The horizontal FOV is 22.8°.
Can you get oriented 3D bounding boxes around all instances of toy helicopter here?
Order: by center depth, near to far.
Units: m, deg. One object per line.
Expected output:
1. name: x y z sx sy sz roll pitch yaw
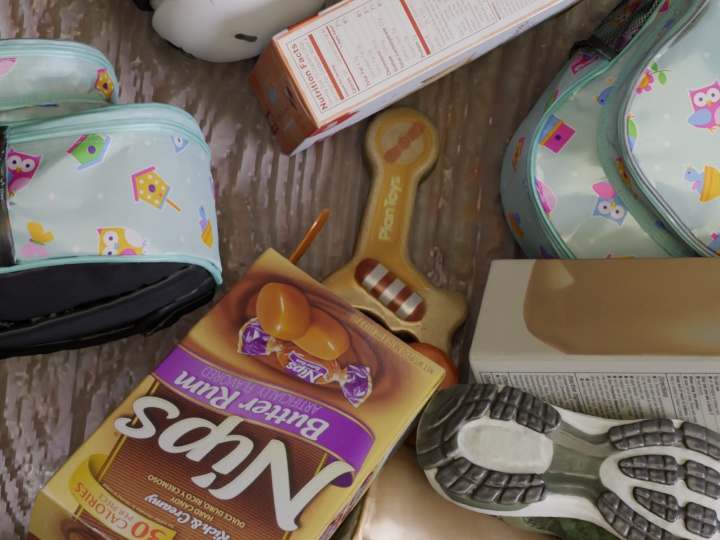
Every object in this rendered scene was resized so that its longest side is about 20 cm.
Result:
1. toy helicopter: 0.000 0.000 1.017 0.131 0.079 0.202 11 74 1

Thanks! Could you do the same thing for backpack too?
1. backpack: -0.171 -0.032 0.918 0.198 0.176 0.155 0 76 -3
2. backpack: 0.183 -0.062 1.002 0.200 0.153 0.176 -44 99 -1

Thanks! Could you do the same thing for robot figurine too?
1. robot figurine: -0.096 -0.210 0.976 0.150 0.125 0.201 -34 88 -8

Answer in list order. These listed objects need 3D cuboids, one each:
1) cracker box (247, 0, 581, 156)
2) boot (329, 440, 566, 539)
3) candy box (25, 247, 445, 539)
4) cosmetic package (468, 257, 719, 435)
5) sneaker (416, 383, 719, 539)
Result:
1. cracker box: 0.041 -0.137 0.989 0.199 0.134 0.058 -28 92 -9
2. boot: 0.058 0.204 0.975 0.199 0.066 0.176 26 64 -25
3. candy box: -0.057 0.091 0.878 0.116 0.057 0.200 34 50 8
4. cosmetic package: 0.167 0.050 0.931 0.198 0.106 0.071 0 49 20
5. sneaker: 0.126 0.115 0.923 0.198 0.089 0.077 19 71 8
